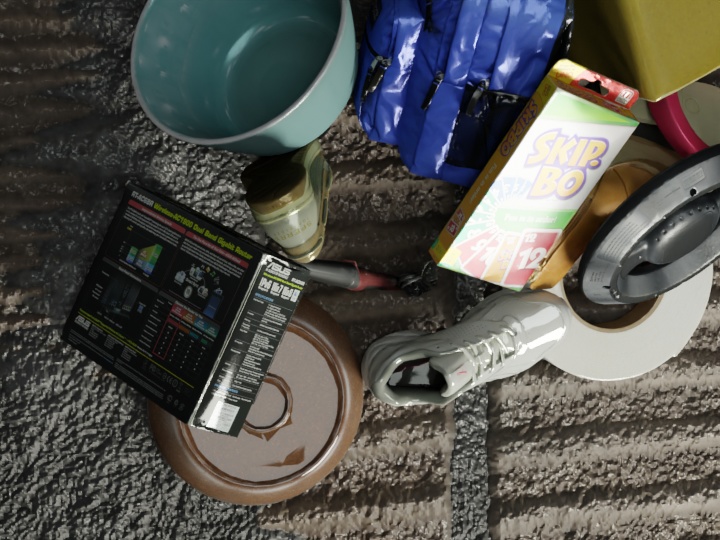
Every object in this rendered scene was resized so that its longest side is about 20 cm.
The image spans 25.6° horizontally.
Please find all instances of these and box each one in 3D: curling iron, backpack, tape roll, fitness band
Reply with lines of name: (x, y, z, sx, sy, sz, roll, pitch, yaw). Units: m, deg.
curling iron: (0.000, 0.000, 1.376, 0.199, 0.049, 0.026, 8, 58, -50)
backpack: (0.089, -0.190, 1.325, 0.166, 0.163, 0.201, 11, 122, -14)
tape roll: (0.230, 0.003, 1.480, 0.201, 0.037, 0.205, -1, 97, -12)
fitness band: (0.346, -0.155, 1.448, 0.199, 0.037, 0.145, -16, 80, -31)

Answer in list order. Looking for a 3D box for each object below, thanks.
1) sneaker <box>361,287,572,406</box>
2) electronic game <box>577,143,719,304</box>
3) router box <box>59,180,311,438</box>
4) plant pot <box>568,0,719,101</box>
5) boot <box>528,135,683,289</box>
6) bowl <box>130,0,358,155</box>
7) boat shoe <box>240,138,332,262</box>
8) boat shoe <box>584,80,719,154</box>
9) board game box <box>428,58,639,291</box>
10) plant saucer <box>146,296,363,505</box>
sneaker: (0.097, 0.080, 1.410, 0.199, 0.099, 0.078, -23, 102, 6)
electronic game: (0.275, -0.039, 1.383, 0.199, 0.200, 0.042, -29, 63, -8)
router box: (-0.149, 0.029, 1.319, 0.062, 0.199, 0.151, 21, 94, -47)
plant pot: (0.254, -0.293, 1.343, 0.193, 0.196, 0.201, -28, 117, -8)
boot: (0.204, -0.047, 1.415, 0.200, 0.071, 0.145, 7, 122, -29)
bowl: (-0.080, -0.176, 1.326, 0.201, 0.200, 0.105, -53, 146, -2)
boat shoe: (-0.055, -0.062, 1.327, 0.073, 0.201, 0.063, -26, 106, 4)
boat shoe: (0.291, -0.135, 1.466, 0.200, 0.063, 0.074, 18, 64, -21)
board game box: (0.147, -0.076, 1.308, 0.095, 0.030, 0.201, 16, 116, -34)
plant saucer: (-0.091, 0.117, 1.426, 0.198, 0.034, 0.202, -2, 99, -12)
